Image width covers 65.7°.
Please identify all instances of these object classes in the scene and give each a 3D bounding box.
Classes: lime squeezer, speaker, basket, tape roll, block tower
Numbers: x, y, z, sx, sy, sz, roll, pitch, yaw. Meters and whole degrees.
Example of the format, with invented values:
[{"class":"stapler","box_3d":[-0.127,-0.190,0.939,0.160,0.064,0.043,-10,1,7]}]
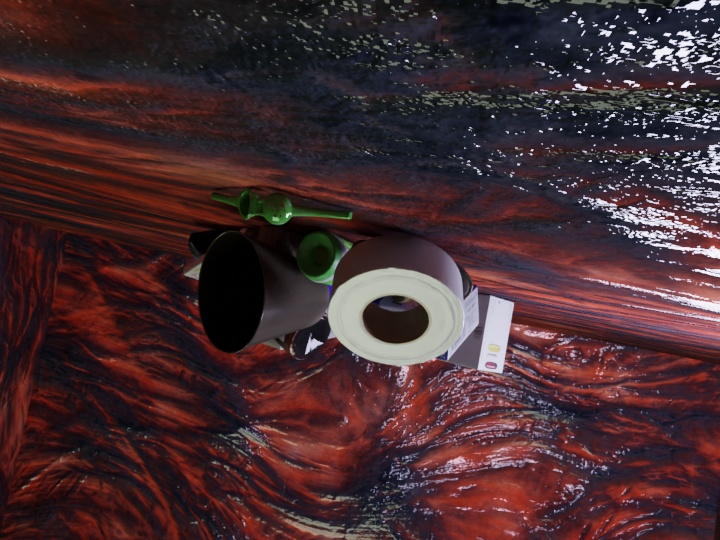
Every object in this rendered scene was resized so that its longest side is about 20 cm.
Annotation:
[{"class":"lime squeezer","box_3d":[-0.113,-0.082,0.673,0.196,0.038,0.071,9,-153,18]},{"class":"speaker","box_3d":[-0.030,-0.010,0.962,0.087,0.090,0.199,9,175,26]},{"class":"basket","box_3d":[-0.148,0.037,0.917,0.134,0.185,0.199,-4,175,28]},{"class":"tape roll","box_3d":[0.052,0.049,0.816,0.198,0.072,0.205,3,132,3]},{"class":"block tower","box_3d":[-0.111,-0.036,1.054,0.053,0.059,0.198,8,176,39]}]

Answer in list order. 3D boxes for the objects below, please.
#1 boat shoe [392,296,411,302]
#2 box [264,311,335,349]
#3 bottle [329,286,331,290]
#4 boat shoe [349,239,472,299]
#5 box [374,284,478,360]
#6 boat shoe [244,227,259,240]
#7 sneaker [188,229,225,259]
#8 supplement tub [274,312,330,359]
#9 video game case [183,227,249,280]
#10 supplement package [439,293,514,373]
[{"class":"boat shoe","box_3d":[0.096,0.026,1.185,0.067,0.074,0.200,5,-174,-11]},{"class":"box","box_3d":[-0.177,0.076,1.434,0.198,0.204,0.169,-6,-171,-44]},{"class":"bottle","box_3d":[-0.079,0.039,1.147,0.082,0.067,0.199,16,176,-24]},{"class":"boat shoe","box_3d":[0.079,-0.009,0.869,0.196,0.073,0.068,19,-168,-8]},{"class":"box","box_3d":[0.149,0.100,1.289,0.197,0.107,0.183,8,-155,32]},{"class":"boat shoe","box_3d":[-0.155,-0.024,1.106,0.071,0.077,0.199,26,-174,34]},{"class":"sneaker","box_3d":[-0.278,-0.049,1.221,0.195,0.072,0.078,1,158,-4]},{"class":"supplement tub","box_3d":[-0.153,0.078,1.102,0.199,0.108,0.106,37,-168,36]},{"class":"video game case","box_3d":[-0.245,-0.012,1.195,0.198,0.023,0.181,-27,149,29]},{"class":"supplement package","box_3d":[0.327,0.172,1.582,0.109,0.204,0.154,14,175,-37]}]
